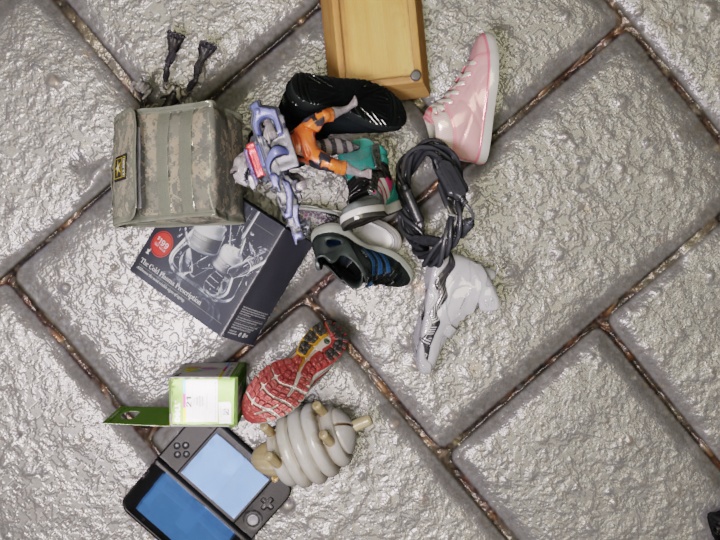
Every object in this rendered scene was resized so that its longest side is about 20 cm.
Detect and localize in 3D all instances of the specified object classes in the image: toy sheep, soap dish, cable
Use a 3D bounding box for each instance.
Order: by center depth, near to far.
[{"bbox_3d":[0.106,-0.103,1.573,0.050,0.201,0.164,-3,137,-28],"label":"cable"},{"bbox_3d":[0.022,-0.359,1.586,0.156,0.081,0.202,-6,94,-1],"label":"soap dish"},{"bbox_3d":[-0.075,0.263,1.592,0.199,0.138,0.139,-18,94,11],"label":"toy sheep"}]

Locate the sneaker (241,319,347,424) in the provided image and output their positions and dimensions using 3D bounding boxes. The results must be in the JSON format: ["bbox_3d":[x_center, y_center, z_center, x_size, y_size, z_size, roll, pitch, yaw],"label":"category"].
[{"bbox_3d":[-0.098,0.165,1.587,0.200,0.082,0.078,-39,78,-22],"label":"sneaker"}]

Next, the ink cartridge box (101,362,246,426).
[{"bbox_3d":[-0.277,0.186,1.573,0.198,0.148,0.077,1,93,-2],"label":"ink cartridge box"}]

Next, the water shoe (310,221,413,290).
[{"bbox_3d":[0.000,0.000,1.571,0.199,0.071,0.079,27,50,-36],"label":"water shoe"}]

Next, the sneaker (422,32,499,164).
[{"bbox_3d":[0.152,-0.267,1.597,0.104,0.075,0.202,5,97,-7],"label":"sneaker"}]

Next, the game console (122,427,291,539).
[{"bbox_3d":[-0.230,0.346,1.599,0.200,0.119,0.173,42,91,-4],"label":"game console"}]

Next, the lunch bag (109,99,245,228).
[{"bbox_3d":[-0.273,-0.145,1.476,0.198,0.117,0.166,-3,85,21],"label":"lunch bag"}]

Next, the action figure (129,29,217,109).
[{"bbox_3d":[-0.290,-0.259,1.574,0.118,0.102,0.202,18,89,-4],"label":"action figure"}]

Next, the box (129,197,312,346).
[{"bbox_3d":[-0.207,-0.021,1.549,0.199,0.104,0.183,32,91,25],"label":"box"}]

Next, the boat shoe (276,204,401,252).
[{"bbox_3d":[-0.032,-0.063,1.607,0.199,0.069,0.073,20,92,-2],"label":"boat shoe"}]

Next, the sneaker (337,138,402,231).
[{"bbox_3d":[0.003,-0.130,1.522,0.083,0.200,0.122,-20,93,16],"label":"sneaker"}]

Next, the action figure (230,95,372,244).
[{"bbox_3d":[-0.084,-0.140,1.448,0.192,0.105,0.202,-11,94,-7],"label":"action figure"}]

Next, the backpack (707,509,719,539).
[{"bbox_3d":[0.632,0.483,1.618,0.152,0.163,0.202,-7,100,-16],"label":"backpack"}]

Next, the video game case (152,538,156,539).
[{"bbox_3d":[-0.321,0.536,1.657,0.143,0.018,0.201,37,91,-3],"label":"video game case"}]

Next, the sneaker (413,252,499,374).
[{"bbox_3d":[0.150,0.069,1.616,0.114,0.075,0.202,9,98,-6],"label":"sneaker"}]

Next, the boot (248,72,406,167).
[{"bbox_3d":[-0.053,-0.216,1.566,0.199,0.168,0.077,7,62,-27],"label":"boot"}]
